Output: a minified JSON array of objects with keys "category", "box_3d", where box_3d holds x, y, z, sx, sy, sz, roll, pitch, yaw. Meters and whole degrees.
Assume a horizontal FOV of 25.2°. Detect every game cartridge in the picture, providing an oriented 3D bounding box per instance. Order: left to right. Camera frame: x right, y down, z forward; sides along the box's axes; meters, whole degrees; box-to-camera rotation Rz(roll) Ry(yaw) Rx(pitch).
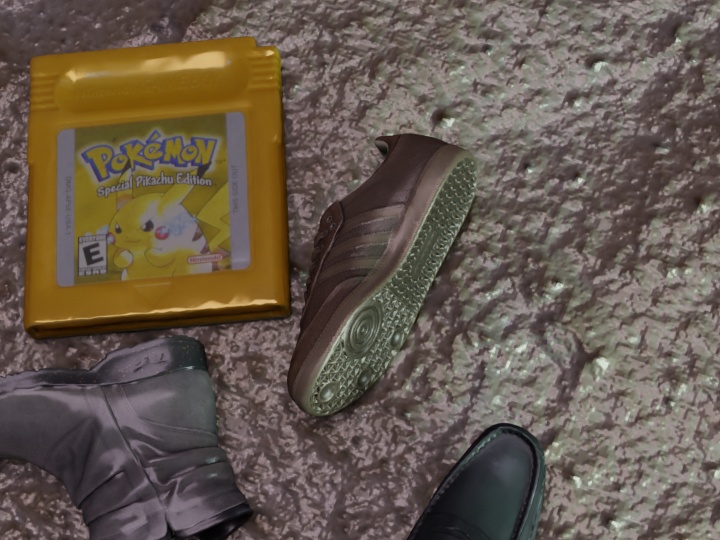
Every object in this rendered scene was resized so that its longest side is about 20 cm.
[{"category":"game cartridge","box_3d":[-0.136,-0.059,1.076,0.175,0.032,0.202,-5,70,4]}]

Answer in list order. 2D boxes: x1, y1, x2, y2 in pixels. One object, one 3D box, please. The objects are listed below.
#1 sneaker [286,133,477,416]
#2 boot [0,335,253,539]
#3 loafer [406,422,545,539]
[{"category":"sneaker","box_3d":[0.000,0.000,1.031,0.075,0.071,0.201,21,68,33]},{"category":"boot","box_3d":[-0.174,0.126,0.992,0.199,0.070,0.133,-16,73,4]},{"category":"loafer","box_3d":[0.054,0.178,0.944,0.068,0.070,0.201,25,73,14]}]
